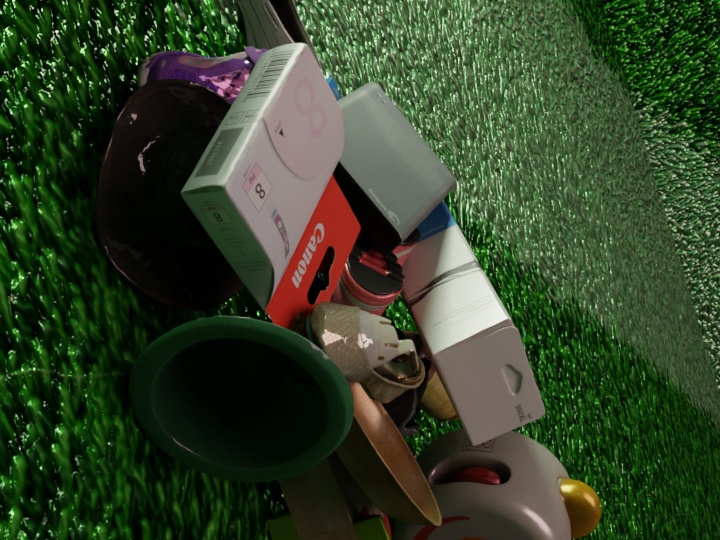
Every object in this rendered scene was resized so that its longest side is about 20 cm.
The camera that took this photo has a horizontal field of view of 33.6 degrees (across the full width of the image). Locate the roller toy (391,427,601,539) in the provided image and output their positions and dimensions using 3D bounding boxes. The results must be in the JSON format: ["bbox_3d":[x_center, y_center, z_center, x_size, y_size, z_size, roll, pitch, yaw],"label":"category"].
[{"bbox_3d":[0.134,0.263,1.265,0.182,0.200,0.140,37,34,-7],"label":"roller toy"}]

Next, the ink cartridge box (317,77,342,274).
[{"bbox_3d":[-0.058,-0.088,1.160,0.116,0.067,0.200,64,28,-26],"label":"ink cartridge box"}]

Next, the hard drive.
[{"bbox_3d":[0.015,-0.103,1.145,0.140,0.033,0.200,50,27,-3],"label":"hard drive"}]

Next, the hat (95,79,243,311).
[{"bbox_3d":[-0.113,-0.057,0.952,0.200,0.081,0.201,-9,102,-51],"label":"hat"}]

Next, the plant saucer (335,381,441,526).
[{"bbox_3d":[0.003,0.146,1.048,0.201,0.035,0.200,56,4,-6],"label":"plant saucer"}]

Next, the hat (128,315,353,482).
[{"bbox_3d":[-0.086,0.054,0.954,0.165,0.200,0.176,37,35,-20],"label":"hat"}]

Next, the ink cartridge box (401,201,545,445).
[{"bbox_3d":[0.099,0.051,1.195,0.200,0.084,0.145,-114,178,-50],"label":"ink cartridge box"}]

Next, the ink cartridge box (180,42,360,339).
[{"bbox_3d":[-0.046,-0.050,0.941,0.200,0.057,0.163,55,43,-36],"label":"ink cartridge box"}]

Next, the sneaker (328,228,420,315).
[{"bbox_3d":[0.000,0.000,1.128,0.074,0.087,0.200,29,26,-3],"label":"sneaker"}]

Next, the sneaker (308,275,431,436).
[{"bbox_3d":[0.009,0.080,1.168,0.201,0.115,0.075,68,26,-20],"label":"sneaker"}]

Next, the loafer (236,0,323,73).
[{"bbox_3d":[-0.088,-0.274,1.178,0.070,0.070,0.201,-41,116,-62],"label":"loafer"}]

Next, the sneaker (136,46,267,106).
[{"bbox_3d":[-0.116,-0.162,1.048,0.200,0.088,0.081,-24,103,-62],"label":"sneaker"}]

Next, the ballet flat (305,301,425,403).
[{"bbox_3d":[0.011,0.064,1.014,0.200,0.062,0.068,45,29,-68],"label":"ballet flat"}]

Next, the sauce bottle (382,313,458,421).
[{"bbox_3d":[0.059,0.106,1.326,0.200,0.066,0.066,45,41,-48],"label":"sauce bottle"}]

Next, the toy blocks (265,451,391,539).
[{"bbox_3d":[-0.015,0.218,1.098,0.137,0.100,0.201,-33,102,-76],"label":"toy blocks"}]
